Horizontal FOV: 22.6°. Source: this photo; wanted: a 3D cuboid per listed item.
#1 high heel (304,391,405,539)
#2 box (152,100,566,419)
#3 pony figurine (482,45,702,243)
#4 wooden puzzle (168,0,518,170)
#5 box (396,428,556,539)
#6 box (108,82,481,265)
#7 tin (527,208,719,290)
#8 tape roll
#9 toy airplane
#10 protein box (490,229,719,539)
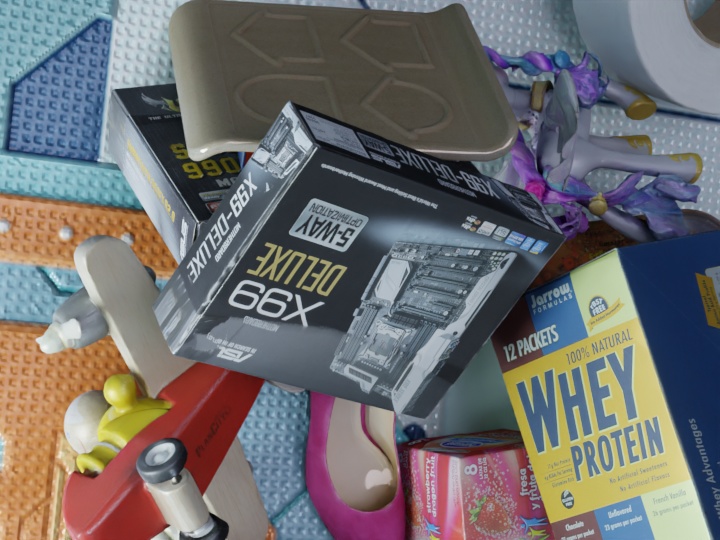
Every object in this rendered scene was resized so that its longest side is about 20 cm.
[{"bbox_3d":[0.006,0.113,1.205,0.067,0.096,0.200,-12,95,-25],"label":"high heel"},{"bbox_3d":[0.000,0.000,1.075,0.200,0.050,0.158,18,118,-37],"label":"box"},{"bbox_3d":[0.136,-0.077,1.239,0.200,0.167,0.193,18,40,-22],"label":"pony figurine"},{"bbox_3d":[-0.016,-0.113,1.145,0.200,0.185,0.046,-2,125,-10],"label":"wooden puzzle"},{"bbox_3d":[0.092,0.215,1.243,0.095,0.100,0.200,-6,93,-25],"label":"box"},{"bbox_3d":[-0.042,-0.067,1.150,0.200,0.158,0.048,-8,129,-24],"label":"box"},{"bbox_3d":[0.194,0.017,1.326,0.200,0.042,0.112,-7,89,-25],"label":"tin"},{"bbox_3d":[0.250,-0.215,1.290,0.202,0.071,0.203,-11,113,-29],"label":"tape roll"},{"bbox_3d":[-0.122,0.086,1.135,0.199,0.141,0.200,11,78,-59],"label":"toy airplane"},{"bbox_3d":[0.222,0.085,1.196,0.200,0.135,0.199,-10,78,-39],"label":"protein box"}]
